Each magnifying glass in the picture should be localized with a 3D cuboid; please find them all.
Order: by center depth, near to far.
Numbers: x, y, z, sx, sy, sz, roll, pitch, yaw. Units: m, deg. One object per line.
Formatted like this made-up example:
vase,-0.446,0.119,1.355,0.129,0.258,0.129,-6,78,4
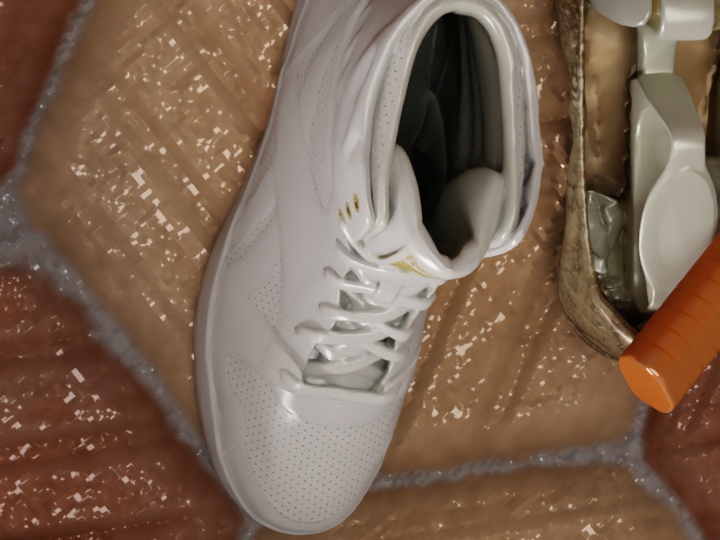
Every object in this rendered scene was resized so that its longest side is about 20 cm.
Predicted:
magnifying glass,0.148,-0.035,0.836,0.200,0.022,0.080,-48,133,-20

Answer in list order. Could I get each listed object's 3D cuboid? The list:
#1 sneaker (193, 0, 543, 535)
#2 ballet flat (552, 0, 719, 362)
sneaker,0.000,0.000,0.804,0.073,0.116,0.201,6,104,-16
ballet flat,0.097,-0.064,0.835,0.070,0.065,0.201,-7,105,-11
